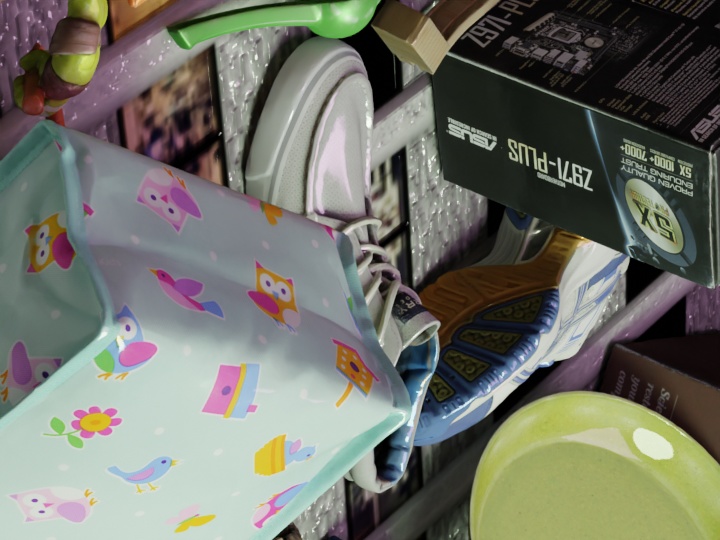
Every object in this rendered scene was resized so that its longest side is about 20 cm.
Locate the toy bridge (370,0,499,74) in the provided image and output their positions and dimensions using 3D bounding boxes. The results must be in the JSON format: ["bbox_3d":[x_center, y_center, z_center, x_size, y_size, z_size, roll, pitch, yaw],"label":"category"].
[{"bbox_3d":[0.075,-0.179,1.351,0.200,0.027,0.067,-60,150,-10],"label":"toy bridge"}]

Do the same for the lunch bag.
[{"bbox_3d":[-0.111,0.054,1.098,0.170,0.122,0.200,19,132,-43],"label":"lunch bag"}]

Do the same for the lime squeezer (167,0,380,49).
[{"bbox_3d":[-0.007,-0.149,1.254,0.071,0.038,0.200,48,67,-23],"label":"lime squeezer"}]

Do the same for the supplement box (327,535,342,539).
[{"bbox_3d":[-0.016,0.254,1.426,0.200,0.109,0.110,-52,146,-20],"label":"supplement box"}]

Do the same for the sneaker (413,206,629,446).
[{"bbox_3d":[0.082,0.029,1.456,0.200,0.075,0.088,-47,144,-27],"label":"sneaker"}]

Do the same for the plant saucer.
[{"bbox_3d":[0.134,0.161,1.517,0.200,0.200,0.031,-32,173,-42],"label":"plant saucer"}]

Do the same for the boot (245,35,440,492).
[{"bbox_3d":[0.000,0.000,1.292,0.073,0.095,0.201,-24,129,-48],"label":"boot"}]

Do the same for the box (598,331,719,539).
[{"bbox_3d":[0.239,0.139,1.676,0.200,0.164,0.166,-3,113,-55],"label":"box"}]

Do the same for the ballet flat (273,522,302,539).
[{"bbox_3d":[-0.092,0.148,1.300,0.200,0.046,0.068,-16,123,-51],"label":"ballet flat"}]

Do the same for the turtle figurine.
[{"bbox_3d":[-0.109,-0.120,1.034,0.161,0.064,0.201,-14,115,-68],"label":"turtle figurine"}]

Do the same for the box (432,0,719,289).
[{"bbox_3d":[0.158,-0.103,1.398,0.200,0.164,0.086,-43,142,-34],"label":"box"}]
